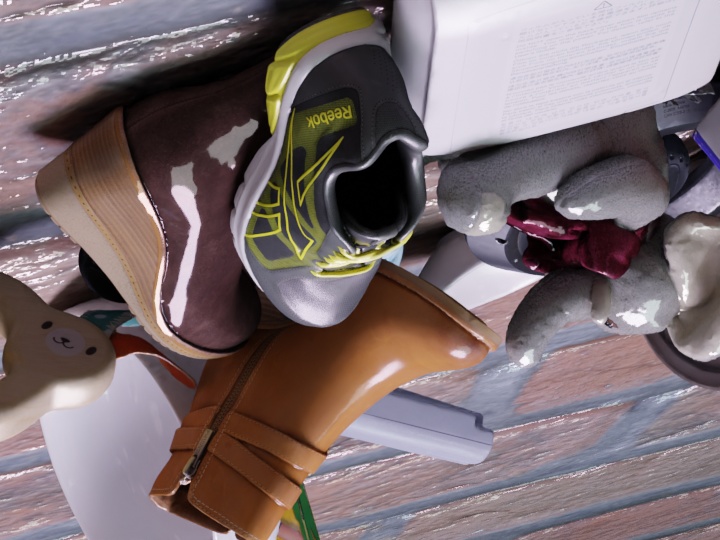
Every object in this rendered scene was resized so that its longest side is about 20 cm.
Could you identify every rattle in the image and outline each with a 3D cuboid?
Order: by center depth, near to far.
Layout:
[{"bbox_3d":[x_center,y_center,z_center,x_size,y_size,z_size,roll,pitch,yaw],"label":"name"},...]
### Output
[{"bbox_3d":[-0.175,0.009,1.370,0.199,0.130,0.143,0,116,-15],"label":"rattle"}]

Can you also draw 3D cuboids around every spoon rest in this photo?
[{"bbox_3d":[0.036,0.015,1.647,0.199,0.061,0.099,-14,164,-4],"label":"spoon rest"}]

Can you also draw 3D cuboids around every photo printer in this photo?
[{"bbox_3d":[0.094,-0.127,1.207,0.166,0.070,0.200,-15,164,-5],"label":"photo printer"}]

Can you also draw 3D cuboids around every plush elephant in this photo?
[{"bbox_3d":[0.115,-0.022,1.386,0.199,0.155,0.165,-23,-160,-21],"label":"plush elephant"}]

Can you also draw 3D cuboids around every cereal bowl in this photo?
[{"bbox_3d":[-0.108,0.102,1.566,0.083,0.201,0.200,-22,169,-29],"label":"cereal bowl"}]

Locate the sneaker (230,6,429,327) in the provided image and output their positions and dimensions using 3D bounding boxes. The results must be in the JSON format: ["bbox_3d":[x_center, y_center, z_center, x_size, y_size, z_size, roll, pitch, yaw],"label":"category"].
[{"bbox_3d":[-0.013,-0.028,1.246,0.074,0.085,0.200,-17,144,-16],"label":"sneaker"}]

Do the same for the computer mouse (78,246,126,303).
[{"bbox_3d":[-0.083,-0.042,1.400,0.059,0.034,0.200,29,134,-29],"label":"computer mouse"}]

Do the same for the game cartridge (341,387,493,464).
[{"bbox_3d":[-0.026,0.076,1.627,0.133,0.041,0.200,20,177,-34],"label":"game cartridge"}]

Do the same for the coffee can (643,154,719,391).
[{"bbox_3d":[0.290,0.000,1.690,0.200,0.147,0.146,-1,158,-45],"label":"coffee can"}]

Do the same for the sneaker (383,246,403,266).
[{"bbox_3d":[0.000,0.000,1.518,0.074,0.082,0.200,-13,164,-16],"label":"sneaker"}]

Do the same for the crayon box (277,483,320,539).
[{"bbox_3d":[-0.096,0.159,1.740,0.118,0.201,0.058,-19,166,9],"label":"crayon box"}]

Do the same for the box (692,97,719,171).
[{"bbox_3d":[0.309,-0.037,1.474,0.105,0.184,0.200,-46,152,21],"label":"box"}]

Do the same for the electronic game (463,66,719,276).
[{"bbox_3d":[0.153,-0.056,1.543,0.199,0.042,0.200,-18,156,-8],"label":"electronic game"}]

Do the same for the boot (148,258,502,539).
[{"bbox_3d":[-0.025,0.072,1.391,0.200,0.156,0.077,9,152,48],"label":"boot"}]

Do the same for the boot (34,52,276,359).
[{"bbox_3d":[-0.049,-0.033,1.329,0.166,0.073,0.200,-24,147,14],"label":"boot"}]
